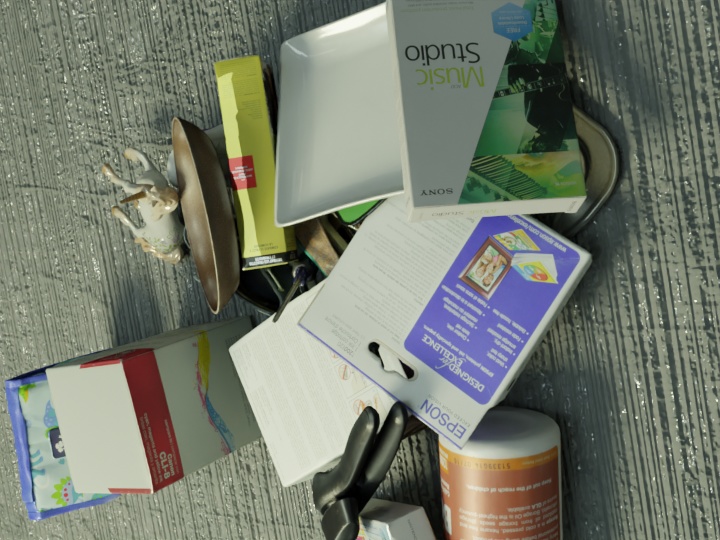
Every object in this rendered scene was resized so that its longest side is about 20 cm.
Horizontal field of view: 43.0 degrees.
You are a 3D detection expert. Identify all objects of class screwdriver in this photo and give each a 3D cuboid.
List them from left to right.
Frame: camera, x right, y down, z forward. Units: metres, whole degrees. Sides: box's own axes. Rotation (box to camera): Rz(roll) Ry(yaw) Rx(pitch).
[{"bbox_3d":[-0.064,0.019,0.908,0.028,0.200,0.029,-12,111,11],"label":"screwdriver"}]

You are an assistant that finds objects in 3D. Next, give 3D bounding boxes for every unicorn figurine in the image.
[{"bbox_3d":[-0.247,-0.079,1.067,0.137,0.201,0.074,36,75,31],"label":"unicorn figurine"}]

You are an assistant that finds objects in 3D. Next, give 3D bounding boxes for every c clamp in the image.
[{"bbox_3d":[0.143,-0.083,0.826,0.200,0.027,0.171,49,124,19],"label":"c clamp"}]

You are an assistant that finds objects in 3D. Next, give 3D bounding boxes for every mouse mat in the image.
[{"bbox_3d":[0.027,-0.155,0.852,0.200,0.008,0.162,-40,56,18],"label":"mouse mat"}]

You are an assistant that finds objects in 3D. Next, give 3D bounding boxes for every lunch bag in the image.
[{"bbox_3d":[-0.339,0.195,1.136,0.126,0.199,0.173,-8,93,38],"label":"lunch bag"}]

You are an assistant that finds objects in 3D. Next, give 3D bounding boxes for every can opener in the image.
[{"bbox_3d":[0.004,0.182,0.841,0.079,0.063,0.201,59,143,33],"label":"can opener"}]

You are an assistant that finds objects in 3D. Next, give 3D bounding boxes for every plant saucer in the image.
[{"bbox_3d":[-0.156,-0.058,0.933,0.200,0.032,0.203,168,90,-75],"label":"plant saucer"}]

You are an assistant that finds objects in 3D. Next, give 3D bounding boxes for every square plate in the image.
[{"bbox_3d":[0.007,-0.149,0.842,0.198,0.028,0.201,-12,67,31],"label":"square plate"}]

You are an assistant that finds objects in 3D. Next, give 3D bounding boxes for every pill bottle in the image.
[{"bbox_3d":[0.130,0.237,0.841,0.111,0.112,0.203,3,100,36],"label":"pill bottle"}]

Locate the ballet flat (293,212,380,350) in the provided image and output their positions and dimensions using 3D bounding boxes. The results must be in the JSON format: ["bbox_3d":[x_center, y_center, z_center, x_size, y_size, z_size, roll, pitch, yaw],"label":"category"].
[{"bbox_3d":[0.000,0.000,0.928,0.201,0.068,0.067,50,117,17],"label":"ballet flat"}]

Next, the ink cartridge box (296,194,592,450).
[{"bbox_3d":[0.071,0.020,0.814,0.197,0.043,0.201,35,93,23],"label":"ink cartridge box"}]

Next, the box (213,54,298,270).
[{"bbox_3d":[-0.102,-0.105,0.910,0.049,0.075,0.203,-7,93,5],"label":"box"}]

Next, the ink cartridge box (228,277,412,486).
[{"bbox_3d":[-0.032,0.105,0.921,0.199,0.047,0.162,-35,71,32],"label":"ink cartridge box"}]

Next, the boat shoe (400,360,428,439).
[{"bbox_3d":[0.065,0.114,0.895,0.199,0.073,0.075,-36,73,42],"label":"boat shoe"}]

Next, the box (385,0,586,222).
[{"bbox_3d":[0.100,-0.143,0.754,0.142,0.036,0.203,-4,75,-4],"label":"box"}]

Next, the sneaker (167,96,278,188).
[{"bbox_3d":[-0.140,-0.114,1.005,0.198,0.074,0.101,-19,86,38],"label":"sneaker"}]

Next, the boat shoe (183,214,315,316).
[{"bbox_3d":[-0.138,-0.005,1.032,0.199,0.062,0.076,37,120,27],"label":"boat shoe"}]

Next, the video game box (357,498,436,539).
[{"bbox_3d":[0.049,0.320,0.898,0.184,0.046,0.200,67,164,5],"label":"video game box"}]

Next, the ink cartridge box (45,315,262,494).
[{"bbox_3d":[-0.220,0.149,1.039,0.144,0.199,0.147,-11,95,38],"label":"ink cartridge box"}]

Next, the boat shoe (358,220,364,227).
[{"bbox_3d":[-0.004,-0.100,0.906,0.072,0.072,0.202,-33,78,36],"label":"boat shoe"}]
